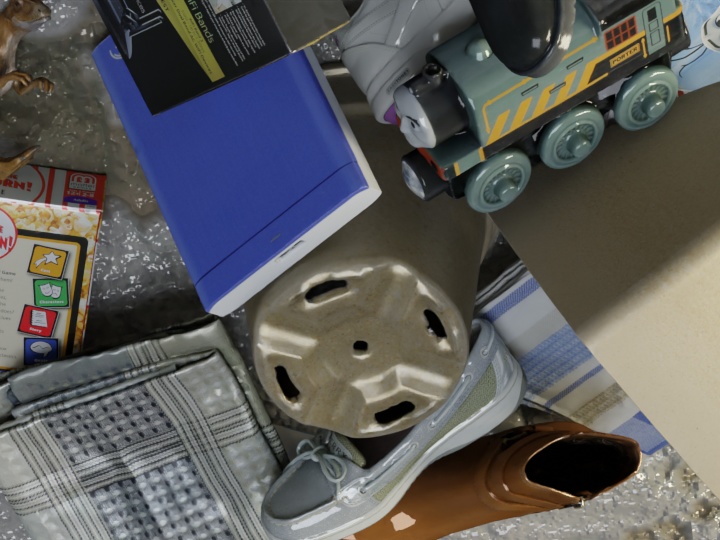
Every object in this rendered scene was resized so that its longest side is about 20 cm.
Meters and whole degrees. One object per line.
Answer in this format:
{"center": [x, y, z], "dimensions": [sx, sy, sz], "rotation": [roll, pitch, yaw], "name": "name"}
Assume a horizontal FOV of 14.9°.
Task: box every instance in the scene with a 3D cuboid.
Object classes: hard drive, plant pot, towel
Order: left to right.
{"center": [-0.146, 0.134, 1.852], "dimensions": [0.192, 0.035, 0.200], "rotation": [-16, 118, 15], "name": "towel"}
{"center": [-0.079, -0.091, 1.682], "dimensions": [0.132, 0.200, 0.025], "rotation": [-37, 151, 22], "name": "hard drive"}
{"center": [0.000, 0.000, 1.746], "dimensions": [0.200, 0.184, 0.201], "rotation": [-1, 125, -1], "name": "plant pot"}
{"center": [0.156, 0.056, 1.850], "dimensions": [0.199, 0.024, 0.147], "rotation": [24, 142, -22], "name": "towel"}
{"center": [0.222, 0.004, 1.676], "dimensions": [0.177, 0.200, 0.200], "rotation": [-39, 120, 5], "name": "plant pot"}

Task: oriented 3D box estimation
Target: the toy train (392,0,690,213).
{"center": [0.107, -0.118, 1.642], "dimensions": [0.200, 0.085, 0.114], "rotation": [-29, 142, -9], "name": "toy train"}

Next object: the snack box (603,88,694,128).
{"center": [0.245, -0.072, 1.748], "dimensions": [0.199, 0.024, 0.072], "rotation": [9, 125, -10], "name": "snack box"}

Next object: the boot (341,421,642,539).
{"center": [0.080, 0.147, 1.838], "dimensions": [0.199, 0.155, 0.077], "rotation": [-9, 90, -20], "name": "boot"}

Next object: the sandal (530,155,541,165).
{"center": [0.168, -0.008, 1.827], "dimensions": [0.075, 0.045, 0.200], "rotation": [-35, 119, 20], "name": "sandal"}

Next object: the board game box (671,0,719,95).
{"center": [0.191, -0.153, 1.729], "dimensions": [0.200, 0.043, 0.199], "rotation": [-39, 117, 23], "name": "board game box"}

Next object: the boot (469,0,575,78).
{"center": [0.016, -0.196, 1.528], "dimensions": [0.199, 0.165, 0.066], "rotation": [11, 145, -34], "name": "boot"}

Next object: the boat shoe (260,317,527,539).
{"center": [0.014, 0.107, 1.810], "dimensions": [0.202, 0.074, 0.065], "rotation": [-33, 130, 1], "name": "boat shoe"}

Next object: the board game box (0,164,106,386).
{"center": [-0.255, 0.021, 1.837], "dimensions": [0.151, 0.046, 0.201], "rotation": [8, 124, -7], "name": "board game box"}

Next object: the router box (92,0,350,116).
{"center": [-0.109, -0.203, 1.591], "dimensions": [0.157, 0.052, 0.201], "rotation": [-16, 103, 54], "name": "router box"}

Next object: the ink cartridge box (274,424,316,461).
{"center": [-0.082, 0.206, 1.954], "dimensions": [0.115, 0.068, 0.200], "rotation": [15, 122, -10], "name": "ink cartridge box"}

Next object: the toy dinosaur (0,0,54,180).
{"center": [-0.259, -0.101, 1.759], "dimensions": [0.200, 0.060, 0.106], "rotation": [-37, 94, 16], "name": "toy dinosaur"}

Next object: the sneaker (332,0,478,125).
{"center": [0.057, -0.183, 1.667], "dimensions": [0.200, 0.100, 0.075], "rotation": [-45, 156, 20], "name": "sneaker"}
